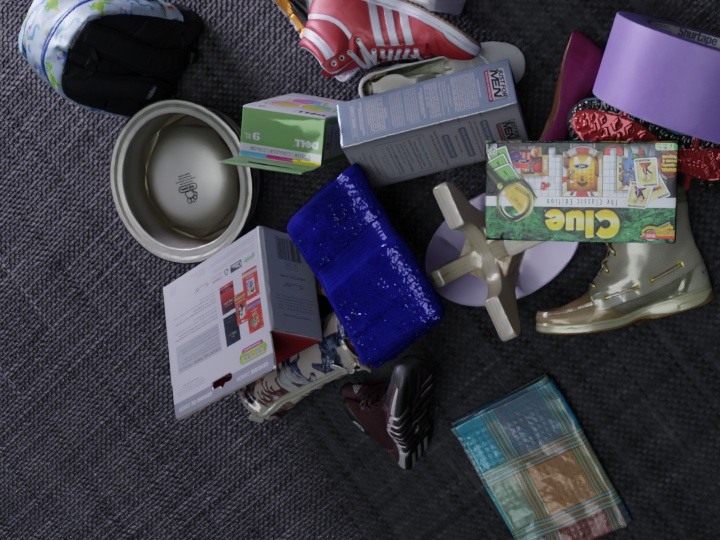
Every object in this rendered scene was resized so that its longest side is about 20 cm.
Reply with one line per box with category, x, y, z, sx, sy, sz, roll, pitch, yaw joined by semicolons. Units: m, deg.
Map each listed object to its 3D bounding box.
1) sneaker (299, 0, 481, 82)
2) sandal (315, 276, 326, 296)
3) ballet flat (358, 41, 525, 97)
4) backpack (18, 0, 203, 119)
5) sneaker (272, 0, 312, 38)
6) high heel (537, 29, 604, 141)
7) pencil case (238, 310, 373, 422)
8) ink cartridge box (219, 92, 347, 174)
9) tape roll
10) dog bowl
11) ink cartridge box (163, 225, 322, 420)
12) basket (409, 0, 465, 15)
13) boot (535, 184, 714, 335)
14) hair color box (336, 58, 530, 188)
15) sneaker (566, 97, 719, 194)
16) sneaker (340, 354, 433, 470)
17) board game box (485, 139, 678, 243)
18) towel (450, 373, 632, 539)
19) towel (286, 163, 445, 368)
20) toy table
sneaker;0.028;-0.245;1.481;0.198;0.071;0.114;25;93;12
sandal;-0.010;-0.001;1.597;0.209;0.077;0.071;5;106;27
ballet flat;0.087;-0.214;1.519;0.197;0.069;0.070;-6;99;23
backpack;-0.306;-0.263;1.594;0.153;0.200;0.164;37;113;12
sneaker;-0.060;-0.322;1.557;0.077;0.078;0.201;-39;89;11
high heel;0.196;-0.166;1.452;0.200;0.067;0.096;-42;92;-14
pencil case;-0.063;0.116;1.625;0.199;0.090;0.078;-32;121;34
ink cartridge box;-0.071;-0.157;1.520;0.102;0.200;0.060;11;106;18
tape roll;0.339;-0.191;1.348;0.198;0.200;0.086;21;108;16
dog bowl;-0.207;-0.114;1.654;0.197;0.074;0.203;5;103;20
ink cartridge box;-0.142;0.071;1.597;0.199;0.083;0.178;-28;60;41
basket;0.034;-0.378;1.470;0.198;0.135;0.125;28;106;14
boot;0.274;-0.017;1.467;0.197;0.072;0.157;-14;95;5
hair color box;0.082;-0.160;1.486;0.197;0.099;0.061;-13;62;12
sneaker;0.313;-0.134;1.423;0.197;0.096;0.080;19;110;2
sneaker;0.022;0.151;1.581;0.115;0.076;0.201;30;147;24
board game box;0.228;-0.082;1.390;0.197;0.023;0.106;1;105;13
towel;0.213;0.239;1.588;0.146;0.022;0.202;-30;89;25
towel;0.000;0.000;1.500;0.201;0.049;0.148;57;139;9
toy table;0.147;-0.022;1.508;0.199;0.117;0.185;-37;86;25
